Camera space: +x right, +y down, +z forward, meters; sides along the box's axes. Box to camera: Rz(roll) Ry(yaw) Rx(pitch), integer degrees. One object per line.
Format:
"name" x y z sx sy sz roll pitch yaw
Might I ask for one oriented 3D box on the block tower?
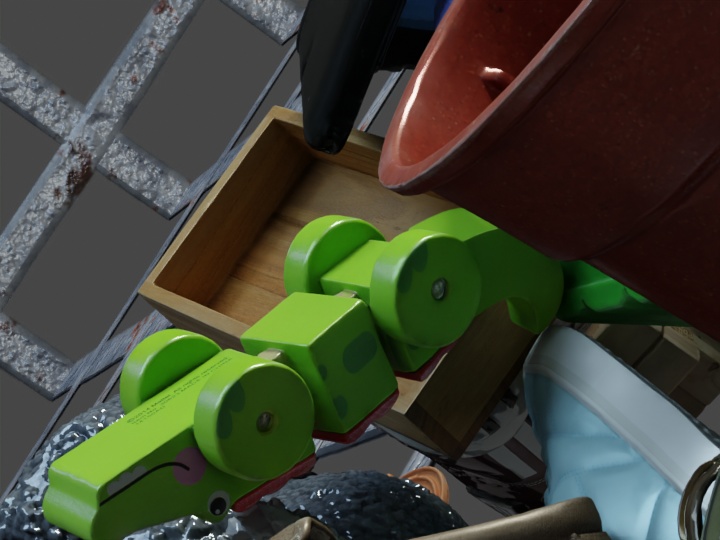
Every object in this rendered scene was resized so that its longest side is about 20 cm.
"block tower" 0.113 0.003 1.063 0.058 0.054 0.200 -49 11 26

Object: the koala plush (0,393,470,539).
"koala plush" -0.026 0.121 0.949 0.199 0.177 0.185 -13 69 49

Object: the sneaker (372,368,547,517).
"sneaker" 0.028 0.053 1.082 0.076 0.115 0.200 -50 33 -3

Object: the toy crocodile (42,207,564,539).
"toy crocodile" -0.017 0.034 0.876 0.200 0.062 0.067 -35 25 -29

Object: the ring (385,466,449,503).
"ring" -0.024 0.174 1.253 0.201 0.019 0.201 -53 9 12

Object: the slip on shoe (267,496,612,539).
"slip on shoe" -0.018 0.107 0.810 0.076 0.199 0.061 31 -126 -69

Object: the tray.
"tray" 0.000 0.000 1.029 0.099 0.037 0.200 -54 33 -10

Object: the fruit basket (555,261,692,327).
"fruit basket" 0.167 -0.062 0.882 0.214 0.157 0.216 -12 -2 0

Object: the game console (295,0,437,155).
"game console" 0.060 -0.148 1.039 0.176 0.116 0.201 -95 25 -64

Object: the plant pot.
"plant pot" 0.141 -0.049 0.688 0.201 0.195 0.201 -53 10 14

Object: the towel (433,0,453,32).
"towel" 0.068 -0.140 0.896 0.145 0.024 0.201 -92 21 -60

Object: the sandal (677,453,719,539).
"sandal" 0.123 0.071 0.736 0.057 0.080 0.201 -46 3 21

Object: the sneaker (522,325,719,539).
"sneaker" 0.081 0.077 0.876 0.082 0.074 0.200 -52 15 2
